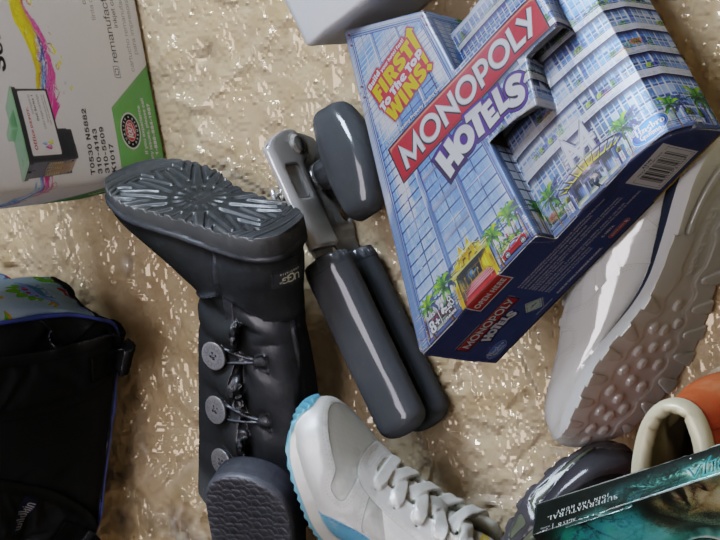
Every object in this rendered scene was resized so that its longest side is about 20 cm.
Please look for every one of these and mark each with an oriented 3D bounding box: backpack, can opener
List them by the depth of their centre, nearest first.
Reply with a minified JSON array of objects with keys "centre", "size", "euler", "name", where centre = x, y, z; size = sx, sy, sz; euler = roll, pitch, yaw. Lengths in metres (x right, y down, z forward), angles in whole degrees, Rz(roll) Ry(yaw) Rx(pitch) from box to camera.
[{"centre":[0.000,0.000,1.507],"size":[0.066,0.053,0.200],"euler":[-27,81,35],"name":"can opener"},{"centre":[-0.268,0.091,1.615],"size":[0.147,0.200,0.183],"euler":[29,114,50],"name":"backpack"}]

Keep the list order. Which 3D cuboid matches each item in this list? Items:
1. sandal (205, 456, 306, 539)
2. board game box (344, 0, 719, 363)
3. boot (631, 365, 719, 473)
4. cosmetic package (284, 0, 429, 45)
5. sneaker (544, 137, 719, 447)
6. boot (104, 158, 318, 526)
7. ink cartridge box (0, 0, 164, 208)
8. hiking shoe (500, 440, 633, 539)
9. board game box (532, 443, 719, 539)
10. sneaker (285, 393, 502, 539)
[{"centre":[-0.056,0.190,1.552],"size":[0.076,0.043,0.200],"euler":[17,129,13],"name":"sandal"},{"centre":[0.075,-0.089,1.403],"size":[0.200,0.062,0.200],"euler":[-48,52,32],"name":"board game box"},{"centre":[0.174,0.151,1.374],"size":[0.075,0.107,0.200],"euler":[13,104,31],"name":"boot"},{"centre":[0.036,-0.219,1.447],"size":[0.200,0.074,0.102],"euler":[-33,77,35],"name":"cosmetic package"},{"centre":[0.146,0.002,1.404],"size":[0.080,0.076,0.200],"euler":[35,108,36],"name":"sneaker"},{"centre":[-0.087,0.045,1.556],"size":[0.165,0.066,0.200],"euler":[26,131,46],"name":"boot"},{"centre":[-0.221,-0.112,1.558],"size":[0.084,0.200,0.145],"euler":[-11,89,35],"name":"ink cartridge box"},{"centre":[0.119,0.193,1.398],"size":[0.101,0.076,0.200],"euler":[24,89,42],"name":"hiking shoe"},{"centre":[0.194,0.176,1.324],"size":[0.135,0.028,0.200],"euler":[-21,122,23],"name":"board game box"},{"centre":[0.032,0.150,1.476],"size":[0.081,0.077,0.200],"euler":[-29,102,31],"name":"sneaker"}]
